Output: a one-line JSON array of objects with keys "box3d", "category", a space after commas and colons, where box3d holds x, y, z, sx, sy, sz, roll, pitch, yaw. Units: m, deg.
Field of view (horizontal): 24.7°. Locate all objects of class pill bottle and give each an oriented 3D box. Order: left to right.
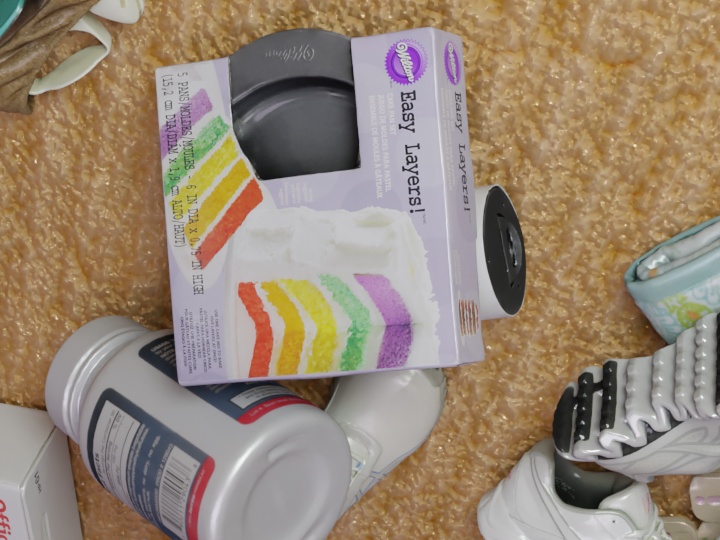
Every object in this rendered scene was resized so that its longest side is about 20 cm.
[{"box3d": [-0.112, 0.107, 1.069, 0.199, 0.119, 0.120, 28, 138, 40], "category": "pill bottle"}]

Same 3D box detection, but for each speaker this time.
[{"box3d": [0.000, 0.000, 1.017, 0.198, 0.081, 0.082, -7, 123, 23], "category": "speaker"}]

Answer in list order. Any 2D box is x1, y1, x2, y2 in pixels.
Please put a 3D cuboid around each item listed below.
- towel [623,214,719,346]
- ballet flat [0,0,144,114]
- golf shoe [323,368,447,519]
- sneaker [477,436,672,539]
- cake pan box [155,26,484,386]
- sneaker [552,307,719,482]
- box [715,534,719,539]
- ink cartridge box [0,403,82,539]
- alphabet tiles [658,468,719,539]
[{"box3d": [0.280, 0.027, 0.965, 0.199, 0.048, 0.172, -25, 113, 32], "category": "towel"}, {"box3d": [-0.173, -0.156, 0.976, 0.072, 0.068, 0.200, 25, 132, -27], "category": "ballet flat"}, {"box3d": [-0.012, 0.133, 1.109, 0.078, 0.097, 0.200, 34, 127, -6], "category": "golf shoe"}, {"box3d": [0.175, 0.187, 1.083, 0.199, 0.078, 0.100, 34, 124, 8], "category": "sneaker"}, {"box3d": [-0.025, -0.037, 0.958, 0.183, 0.052, 0.202, -4, 88, 21], "category": "cake pan box"}, {"box3d": [0.207, 0.076, 0.961, 0.081, 0.076, 0.199, 35, 143, -26], "category": "sneaker"}, {"box3d": [0.322, 0.248, 0.983, 0.198, 0.201, 0.131, 26, 119, -19], "category": "box"}, {"box3d": [-0.319, 0.172, 1.246, 0.198, 0.085, 0.145, 10, 128, 13], "category": "ink cartridge box"}, {"box3d": [0.284, 0.213, 1.120, 0.194, 0.015, 0.201, -3, 124, 20], "category": "alphabet tiles"}]
